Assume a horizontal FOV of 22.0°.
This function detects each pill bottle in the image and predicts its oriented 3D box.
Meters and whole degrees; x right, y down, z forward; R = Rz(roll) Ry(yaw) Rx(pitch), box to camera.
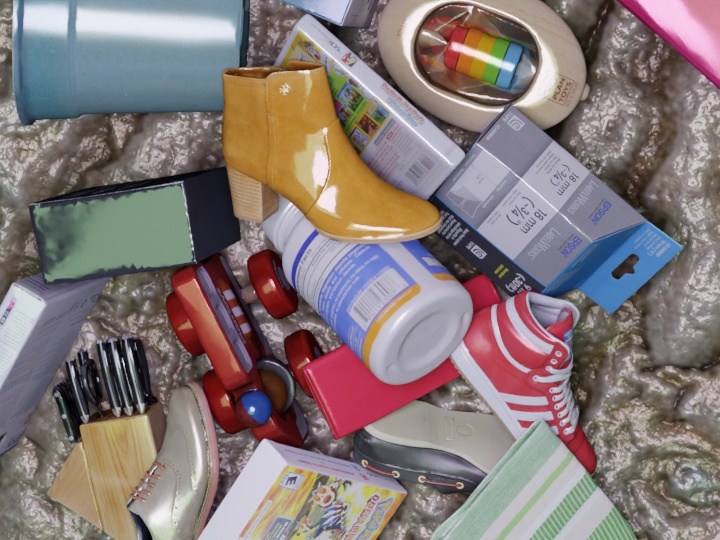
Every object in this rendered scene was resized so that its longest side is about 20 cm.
[{"bbox_3d":[0.000,0.000,1.672,0.112,0.112,0.200,-51,57,11],"label":"pill bottle"}]

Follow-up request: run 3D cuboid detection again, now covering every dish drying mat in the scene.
[{"bbox_3d":[0.047,0.078,1.714,0.200,0.018,0.077,-27,97,-14],"label":"dish drying mat"}]

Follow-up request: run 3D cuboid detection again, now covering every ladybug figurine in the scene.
[{"bbox_3d":[0.113,-0.195,1.679,0.200,0.072,0.136,25,101,4],"label":"ladybug figurine"}]

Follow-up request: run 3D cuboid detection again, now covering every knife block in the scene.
[{"bbox_3d":[-0.211,0.164,1.776,0.200,0.064,0.176,34,102,2],"label":"knife block"}]

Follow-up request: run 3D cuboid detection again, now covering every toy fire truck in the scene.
[{"bbox_3d":[-0.109,0.078,1.697,0.112,0.168,0.200,-24,96,10],"label":"toy fire truck"}]

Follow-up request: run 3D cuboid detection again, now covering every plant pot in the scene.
[{"bbox_3d":[-0.200,-0.222,1.664,0.196,0.200,0.201,4,99,-1],"label":"plant pot"}]

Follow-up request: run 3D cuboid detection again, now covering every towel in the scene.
[{"bbox_3d":[0.168,0.253,1.695,0.153,0.023,0.200,-47,119,-11],"label":"towel"}]

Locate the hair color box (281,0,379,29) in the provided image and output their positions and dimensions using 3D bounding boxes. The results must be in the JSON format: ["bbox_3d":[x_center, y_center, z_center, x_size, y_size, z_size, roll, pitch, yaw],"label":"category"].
[{"bbox_3d":[-0.013,-0.268,1.619,0.060,0.200,0.100,23,98,4],"label":"hair color box"}]

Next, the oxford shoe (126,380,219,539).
[{"bbox_3d":[-0.176,0.202,1.715,0.074,0.071,0.200,3,89,-24],"label":"oxford shoe"}]

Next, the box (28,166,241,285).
[{"bbox_3d":[-0.198,-0.043,1.676,0.141,0.200,0.079,-11,95,9],"label":"box"}]

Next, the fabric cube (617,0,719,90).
[{"bbox_3d":[0.312,-0.277,1.579,0.199,0.200,0.196,40,102,3],"label":"fabric cube"}]

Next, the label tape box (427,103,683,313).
[{"bbox_3d":[0.166,-0.035,1.660,0.200,0.144,0.063,40,57,1],"label":"label tape box"}]

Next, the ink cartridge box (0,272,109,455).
[{"bbox_3d":[-0.319,0.090,1.713,0.043,0.196,0.200,32,100,4],"label":"ink cartridge box"}]

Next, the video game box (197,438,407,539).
[{"bbox_3d":[-0.073,0.261,1.722,0.047,0.182,0.200,41,104,37],"label":"video game box"}]

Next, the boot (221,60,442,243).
[{"bbox_3d":[-0.027,-0.105,1.588,0.201,0.071,0.144,8,116,16],"label":"boot"}]

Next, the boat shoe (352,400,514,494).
[{"bbox_3d":[0.092,0.174,1.742,0.201,0.074,0.063,14,128,-2],"label":"boat shoe"}]

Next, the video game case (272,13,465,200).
[{"bbox_3d":[-0.007,-0.125,1.652,0.182,0.200,0.023,42,69,0],"label":"video game case"}]

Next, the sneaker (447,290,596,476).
[{"bbox_3d":[0.178,0.104,1.687,0.112,0.071,0.200,-33,110,29],"label":"sneaker"}]
